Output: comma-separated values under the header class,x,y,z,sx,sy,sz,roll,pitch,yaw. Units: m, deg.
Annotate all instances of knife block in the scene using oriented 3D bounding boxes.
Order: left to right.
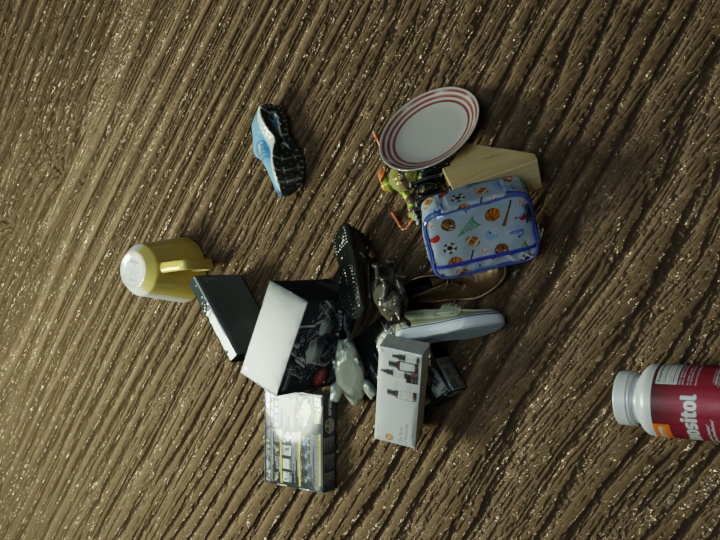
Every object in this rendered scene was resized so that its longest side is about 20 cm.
class,x,y,z,sx,sy,sz,roll,pitch,yaw
knife block,0.188,-0.137,1.561,0.200,0.176,0.064,15,144,34

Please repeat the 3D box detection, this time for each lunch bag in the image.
class,x,y,z,sx,sy,sz,roll,pitch,yaw
lunch bag,0.207,-0.067,1.535,0.199,0.076,0.161,-12,125,6

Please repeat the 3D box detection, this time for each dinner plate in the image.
class,x,y,z,sx,sy,sz,roll,pitch,yaw
dinner plate,0.126,-0.253,1.643,0.200,0.024,0.201,-21,46,23

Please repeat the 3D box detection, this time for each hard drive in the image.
class,x,y,z,sx,sy,sz,roll,pitch,yaw
hard drive,-0.263,0.097,1.906,0.033,0.139,0.200,-44,67,29

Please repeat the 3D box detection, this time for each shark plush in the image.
class,x,y,z,sx,sy,sz,roll,pitch,yaw
shark plush,-0.033,0.173,1.745,0.091,0.083,0.201,-18,105,9

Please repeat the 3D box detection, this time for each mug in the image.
class,x,y,z,sx,sy,sz,roll,pitch,yaw
mug,-0.440,-0.013,2.025,0.187,0.153,0.150,-43,66,28

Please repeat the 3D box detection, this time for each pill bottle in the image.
class,x,y,z,sx,sy,sz,roll,pitch,yaw
pill bottle,0.494,0.199,1.377,0.200,0.113,0.113,-2,89,36

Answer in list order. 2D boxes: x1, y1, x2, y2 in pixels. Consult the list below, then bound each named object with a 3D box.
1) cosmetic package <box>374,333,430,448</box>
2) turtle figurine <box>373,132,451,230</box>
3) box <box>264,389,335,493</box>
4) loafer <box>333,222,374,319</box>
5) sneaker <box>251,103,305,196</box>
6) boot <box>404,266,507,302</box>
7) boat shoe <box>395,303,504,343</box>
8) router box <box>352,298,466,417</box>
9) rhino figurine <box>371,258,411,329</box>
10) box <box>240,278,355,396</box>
class,x,y,z,sx,sy,sz,roll,pitch,yaw
cosmetic package,0.073,0.218,1.627,0.082,0.051,0.201,12,118,19
turtle figurine,0.091,-0.189,1.692,0.161,0.064,0.201,-23,76,33
box,-0.127,0.345,1.867,0.161,0.049,0.201,0,90,38
loafer,0.000,0.000,1.732,0.073,0.071,0.201,-41,47,48
sneaker,-0.178,-0.244,1.897,0.090,0.078,0.201,-34,67,51
boot,0.169,0.020,1.634,0.200,0.075,0.074,-18,78,33
boat shoe,0.156,0.089,1.620,0.199,0.072,0.062,-10,68,10
router box,0.088,0.174,1.706,0.149,0.051,0.200,-40,68,31
rhino figurine,0.057,0.049,1.619,0.060,0.200,0.088,-2,110,-7
box,-0.113,0.127,1.772,0.104,0.182,0.201,27,106,32
